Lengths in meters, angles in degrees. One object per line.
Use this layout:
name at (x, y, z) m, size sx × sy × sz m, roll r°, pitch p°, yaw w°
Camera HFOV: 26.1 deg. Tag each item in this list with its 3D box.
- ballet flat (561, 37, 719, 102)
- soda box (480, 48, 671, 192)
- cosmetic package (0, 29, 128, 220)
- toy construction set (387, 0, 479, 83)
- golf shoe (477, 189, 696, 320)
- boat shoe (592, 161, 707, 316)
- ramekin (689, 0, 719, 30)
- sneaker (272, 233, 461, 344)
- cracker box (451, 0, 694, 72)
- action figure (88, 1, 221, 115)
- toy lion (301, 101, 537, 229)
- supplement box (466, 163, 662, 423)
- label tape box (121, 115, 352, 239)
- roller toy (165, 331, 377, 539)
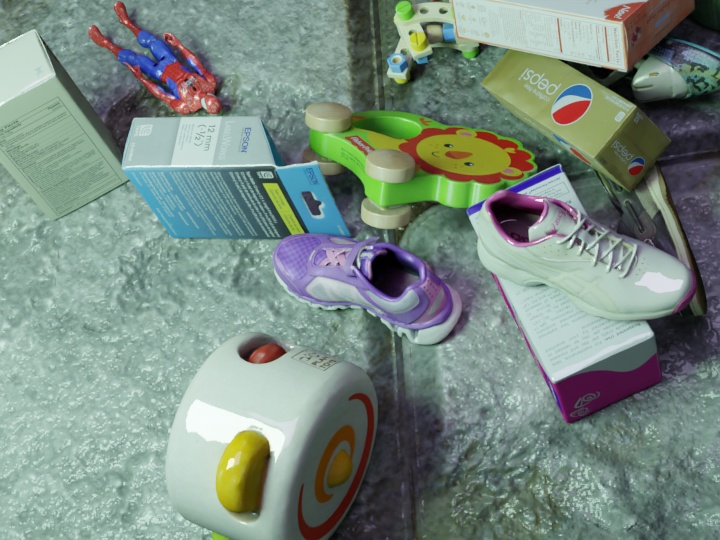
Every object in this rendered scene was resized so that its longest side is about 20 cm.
ballet flat at (0.273, -0.202, 1.544) m, size 0.200 × 0.074 × 0.074 m, roll 25°, pitch 71°, yaw 36°
soda box at (0.203, -0.153, 1.493) m, size 0.064 × 0.068 × 0.200 m, roll -51°, pitch 39°, yaw 3°
cosmetic package at (-0.327, -0.146, 1.601) m, size 0.105 × 0.200 × 0.071 m, roll -27°, pitch 58°, yaw -1°
toy construction set at (0.078, -0.302, 1.647) m, size 0.131 × 0.092 × 0.200 m, roll -13°, pitch 70°, yaw 9°
golf shoe at (0.189, -0.014, 1.332) m, size 0.200 × 0.092 × 0.075 m, roll 16°, pitch 65°, yaw 21°
boat shoe at (0.269, -0.034, 1.454) m, size 0.066 × 0.072 × 0.201 m, roll -20°, pitch 53°, yaw 10°
ramekin at (0.395, -0.335, 1.565) m, size 0.200 × 0.098 × 0.200 m, roll -7°, pitch 61°, yaw 12°
sneaker at (0.000, 0.000, 1.496) m, size 0.200 × 0.088 × 0.081 m, roll 19°, pitch 70°, yaw 25°
cracker box at (0.208, -0.266, 1.524) m, size 0.200 × 0.058 × 0.134 m, roll 18°, pitch 45°, yaw 35°
action figure at (-0.220, -0.227, 1.708) m, size 0.065 × 0.052 × 0.200 m, roll -44°, pitch 62°, yaw -15°
toy lion at (0.066, -0.110, 1.521) m, size 0.192 × 0.069 × 0.200 m, roll -11°, pitch 32°, yaw -28°
supplement box at (0.187, 0.021, 1.424) m, size 0.103 × 0.101 × 0.200 m, roll -26°, pitch 58°, yaw 1°
label tape box at (-0.116, -0.091, 1.545) m, size 0.200 × 0.143 × 0.066 m, roll -1°, pitch 62°, yaw 15°
roller toy at (-0.071, 0.154, 1.371) m, size 0.140 × 0.200 × 0.183 m, roll 18°, pitch 62°, yaw 23°
